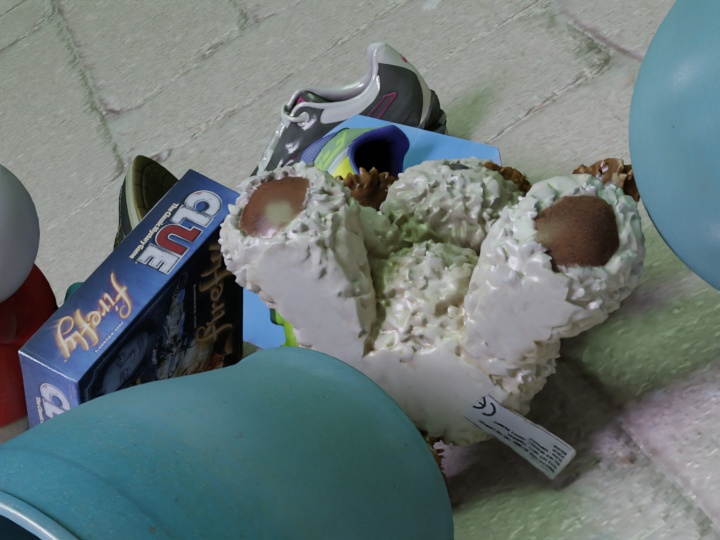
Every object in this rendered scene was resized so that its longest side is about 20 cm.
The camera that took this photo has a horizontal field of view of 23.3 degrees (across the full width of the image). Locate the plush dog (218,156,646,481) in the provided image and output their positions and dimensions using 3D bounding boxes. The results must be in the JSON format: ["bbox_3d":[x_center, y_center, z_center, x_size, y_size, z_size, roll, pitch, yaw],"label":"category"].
[{"bbox_3d":[0.048,0.004,0.851,0.198,0.162,0.172,3,32,17],"label":"plush dog"}]

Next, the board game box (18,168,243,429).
[{"bbox_3d":[-0.108,0.066,0.868,0.034,0.201,0.136,25,52,18],"label":"board game box"}]

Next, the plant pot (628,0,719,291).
[{"bbox_3d":[0.211,-0.065,0.739,0.201,0.201,0.161,-46,15,-29],"label":"plant pot"}]

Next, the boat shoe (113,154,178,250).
[{"bbox_3d":[-0.130,0.007,1.095,0.066,0.072,0.202,-42,40,19],"label":"boat shoe"}]

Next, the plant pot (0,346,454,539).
[{"bbox_3d":[-0.064,0.129,0.706,0.199,0.202,0.188,-6,21,43],"label":"plant pot"}]

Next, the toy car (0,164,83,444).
[{"bbox_3d":[-0.239,-0.008,1.056,0.182,0.202,0.177,3,26,-5],"label":"toy car"}]

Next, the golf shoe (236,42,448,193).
[{"bbox_3d":[-0.040,-0.073,1.157,0.199,0.088,0.077,-32,26,4],"label":"golf shoe"}]

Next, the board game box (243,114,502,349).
[{"bbox_3d":[0.009,-0.007,1.024,0.199,0.039,0.159,18,74,50],"label":"board game box"}]

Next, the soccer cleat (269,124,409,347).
[{"bbox_3d":[0.000,-0.001,0.947,0.083,0.065,0.202,-22,48,22],"label":"soccer cleat"}]
